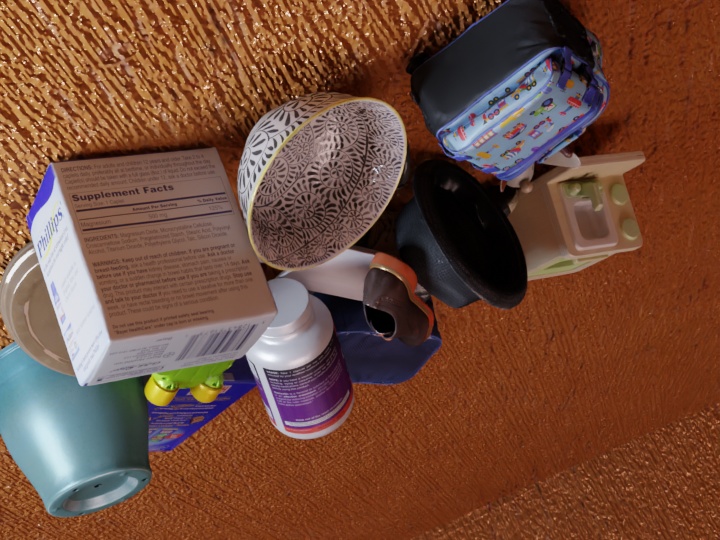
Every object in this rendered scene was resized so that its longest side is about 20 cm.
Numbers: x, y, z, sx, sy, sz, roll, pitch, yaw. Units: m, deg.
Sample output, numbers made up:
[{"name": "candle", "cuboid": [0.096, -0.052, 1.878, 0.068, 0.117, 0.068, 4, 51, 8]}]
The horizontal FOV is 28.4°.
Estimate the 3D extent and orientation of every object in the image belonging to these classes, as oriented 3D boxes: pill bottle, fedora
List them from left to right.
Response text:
[{"name": "pill bottle", "cuboid": [-0.077, 0.104, 1.708, 0.112, 0.113, 0.201, -21, 136, -6]}, {"name": "fedora", "cuboid": [0.108, -0.029, 1.684, 0.091, 0.202, 0.200, -34, 156, 33]}]

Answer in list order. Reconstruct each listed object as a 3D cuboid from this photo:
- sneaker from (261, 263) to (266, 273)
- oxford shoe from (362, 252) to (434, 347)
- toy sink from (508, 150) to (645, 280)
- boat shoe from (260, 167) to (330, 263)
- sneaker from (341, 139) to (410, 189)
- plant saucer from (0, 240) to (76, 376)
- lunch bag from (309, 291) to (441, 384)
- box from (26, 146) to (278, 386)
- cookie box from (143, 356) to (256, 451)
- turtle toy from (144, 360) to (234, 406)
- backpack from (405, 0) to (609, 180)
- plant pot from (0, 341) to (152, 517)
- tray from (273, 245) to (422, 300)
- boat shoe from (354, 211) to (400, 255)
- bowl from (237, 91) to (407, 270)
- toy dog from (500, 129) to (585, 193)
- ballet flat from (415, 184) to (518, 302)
[{"name": "sneaker", "cuboid": [-0.180, 0.036, 1.655, 0.199, 0.116, 0.078, -3, 151, -40]}, {"name": "oxford shoe", "cuboid": [0.036, 0.052, 1.701, 0.073, 0.071, 0.200, -61, 154, -18]}, {"name": "toy sink", "cuboid": [0.275, -0.063, 1.832, 0.130, 0.113, 0.200, -9, 167, -33]}, {"name": "boat shoe", "cuboid": [-0.091, -0.056, 1.592, 0.066, 0.074, 0.200, -13, 156, -27]}, {"name": "sneaker", "cuboid": [-0.005, -0.090, 1.603, 0.098, 0.071, 0.200, -6, 148, -26]}, {"name": "plant saucer", "cuboid": [-0.290, 0.042, 1.535, 0.198, 0.030, 0.201, -3, 125, -4]}, {"name": "lunch bag", "cuboid": [0.008, 0.061, 1.871, 0.199, 0.133, 0.136, 5, 145, -29]}, {"name": "box", "cuboid": [-0.210, -0.007, 1.417, 0.183, 0.201, 0.105, -8, 156, -32]}, {"name": "cookie box", "cuboid": [-0.264, 0.168, 1.924, 0.200, 0.076, 0.171, -37, 154, 30]}, {"name": "turtle toy", "cuboid": [-0.222, 0.083, 1.733, 0.199, 0.101, 0.146, 2, 132, -48]}, {"name": "backpack", "cuboid": [0.173, -0.181, 1.474, 0.182, 0.135, 0.200, -34, 151, 23]}, {"name": "plant pot", "cuboid": [-0.347, 0.191, 1.747, 0.199, 0.189, 0.200, -19, 157, -8]}, {"name": "tray", "cuboid": [0.000, 0.000, 1.712, 0.199, 0.022, 0.107, 12, 146, -42]}, {"name": "boat shoe", "cuboid": [0.019, -0.038, 1.746, 0.199, 0.072, 0.065, -15, 157, -17]}, {"name": "bowl", "cuboid": [-0.058, -0.108, 1.446, 0.200, 0.094, 0.202, -29, 141, -27]}, {"name": "toy dog", "cuboid": [0.214, -0.142, 1.669, 0.131, 0.097, 0.200, -25, 158, 6]}, {"name": "ballet flat", "cuboid": [0.124, -0.037, 1.819, 0.200, 0.067, 0.057, -41, 126, 1]}]
